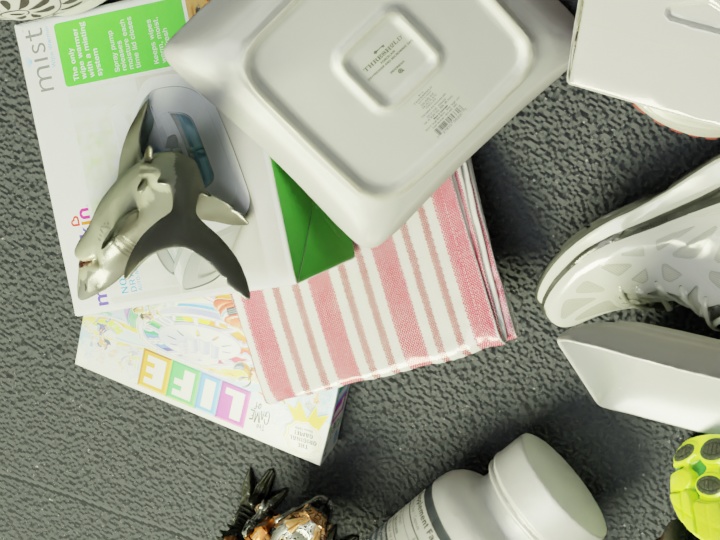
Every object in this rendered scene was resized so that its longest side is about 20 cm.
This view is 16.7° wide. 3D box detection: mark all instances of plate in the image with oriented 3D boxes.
[{"bbox_3d":[0.235,0.076,1.552,0.198,0.200,0.033,14,79,17],"label":"plate"},{"bbox_3d":[0.015,-0.134,1.511,0.199,0.032,0.200,-43,117,7],"label":"plate"}]

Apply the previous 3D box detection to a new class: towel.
[{"bbox_3d":[0.000,0.000,1.646,0.199,0.030,0.147,-16,90,26],"label":"towel"}]

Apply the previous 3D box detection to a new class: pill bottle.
[{"bbox_3d":[0.068,0.209,1.691,0.200,0.120,0.120,-41,97,15],"label":"pill bottle"}]

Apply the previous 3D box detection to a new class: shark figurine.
[{"bbox_3d":[-0.107,-0.036,1.515,0.089,0.129,0.214,23,170,-19],"label":"shark figurine"}]

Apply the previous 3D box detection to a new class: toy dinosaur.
[{"bbox_3d":[-0.079,0.220,1.769,0.199,0.136,0.102,-26,105,32],"label":"toy dinosaur"}]

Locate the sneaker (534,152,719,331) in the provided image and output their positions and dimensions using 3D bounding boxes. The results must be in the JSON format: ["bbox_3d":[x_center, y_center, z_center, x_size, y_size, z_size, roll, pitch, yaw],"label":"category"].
[{"bbox_3d":[0.201,0.013,1.541,0.200,0.075,0.116,-33,64,32],"label":"sneaker"}]

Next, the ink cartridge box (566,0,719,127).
[{"bbox_3d":[0.215,-0.159,1.393,0.147,0.200,0.086,17,122,15],"label":"ink cartridge box"}]

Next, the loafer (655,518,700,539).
[{"bbox_3d":[0.242,0.264,1.689,0.071,0.073,0.201,-19,107,31],"label":"loafer"}]

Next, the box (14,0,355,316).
[{"bbox_3d":[-0.115,-0.085,1.618,0.175,0.097,0.201,-7,98,27],"label":"box"}]

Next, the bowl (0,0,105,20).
[{"bbox_3d":[-0.198,-0.226,1.571,0.200,0.202,0.094,-8,140,27],"label":"bowl"}]

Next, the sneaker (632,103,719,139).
[{"bbox_3d":[0.238,-0.115,1.468,0.199,0.078,0.082,24,163,5],"label":"sneaker"}]

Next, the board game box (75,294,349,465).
[{"bbox_3d":[-0.100,0.042,1.741,0.199,0.034,0.135,21,123,12],"label":"board game box"}]

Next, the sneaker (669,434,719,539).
[{"bbox_3d":[0.291,0.160,1.606,0.199,0.083,0.075,14,85,37],"label":"sneaker"}]
